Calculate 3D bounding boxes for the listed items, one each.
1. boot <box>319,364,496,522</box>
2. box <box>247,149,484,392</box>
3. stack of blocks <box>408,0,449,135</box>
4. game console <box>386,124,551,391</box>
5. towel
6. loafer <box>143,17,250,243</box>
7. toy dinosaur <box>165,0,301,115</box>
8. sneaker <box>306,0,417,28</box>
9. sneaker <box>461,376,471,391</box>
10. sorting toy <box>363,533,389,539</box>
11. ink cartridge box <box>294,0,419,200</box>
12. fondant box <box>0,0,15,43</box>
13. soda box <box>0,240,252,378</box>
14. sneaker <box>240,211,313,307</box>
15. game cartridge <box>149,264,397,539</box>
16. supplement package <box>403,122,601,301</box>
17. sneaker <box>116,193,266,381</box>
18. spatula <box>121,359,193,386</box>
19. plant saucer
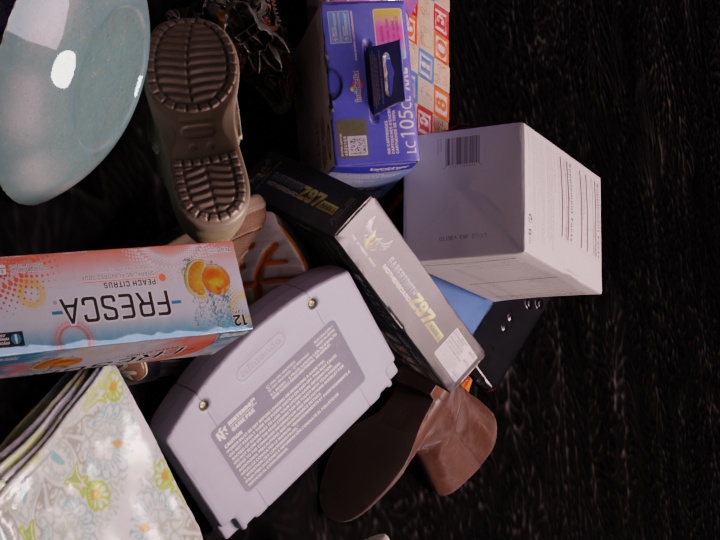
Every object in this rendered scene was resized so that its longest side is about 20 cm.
[{"bbox_3d":[0.051,0.174,1.493,0.187,0.064,0.200,-53,153,-12],"label":"boot"},{"bbox_3d":[0.000,0.000,1.371,0.051,0.157,0.200,-46,126,-14],"label":"box"},{"bbox_3d":[0.031,-0.219,1.561,0.115,0.058,0.202,24,62,-52],"label":"stack of blocks"},{"bbox_3d":[0.105,-0.016,1.536,0.200,0.031,0.177,53,48,-24],"label":"game console"},{"bbox_3d":[-0.184,0.181,1.130,0.171,0.048,0.201,-51,127,-47],"label":"towel"},{"bbox_3d":[-0.124,-0.101,1.224,0.068,0.075,0.201,107,-21,-54],"label":"loafer"},{"bbox_3d":[-0.110,-0.208,1.340,0.200,0.102,0.136,42,31,-20],"label":"toy dinosaur"},{"bbox_3d":[-0.039,-0.265,1.441,0.200,0.073,0.115,31,79,-21],"label":"sneaker"},{"bbox_3d":[0.087,0.029,1.595,0.077,0.072,0.201,62,38,-60],"label":"sneaker"},{"bbox_3d":[-0.032,0.338,1.296,0.180,0.106,0.201,-35,112,-47],"label":"sorting toy"},{"bbox_3d":[-0.004,-0.139,1.369,0.200,0.076,0.138,139,-54,-78],"label":"ink cartridge box"},{"bbox_3d":[-0.240,-0.222,1.146,0.145,0.058,0.200,63,37,-26],"label":"fondant box"},{"bbox_3d":[-0.175,0.026,1.108,0.199,0.063,0.069,-5,74,-35],"label":"soda box"},{"bbox_3d":[-0.051,0.035,1.363,0.077,0.078,0.201,-59,138,-51],"label":"sneaker"},{"bbox_3d":[-0.066,0.094,1.279,0.200,0.041,0.134,-42,120,-22],"label":"game cartridge"},{"bbox_3d":[0.127,-0.045,1.430,0.200,0.113,0.111,22,66,-62],"label":"supplement package"},{"bbox_3d":[-0.133,0.011,1.239,0.200,0.070,0.076,-36,104,-43],"label":"sneaker"},{"bbox_3d":[-0.140,0.075,1.253,0.199,0.020,0.057,-2,104,-52],"label":"spatula"},{"bbox_3d":[-0.187,-0.136,1.134,0.201,0.038,0.203,19,90,-76],"label":"plant saucer"}]
